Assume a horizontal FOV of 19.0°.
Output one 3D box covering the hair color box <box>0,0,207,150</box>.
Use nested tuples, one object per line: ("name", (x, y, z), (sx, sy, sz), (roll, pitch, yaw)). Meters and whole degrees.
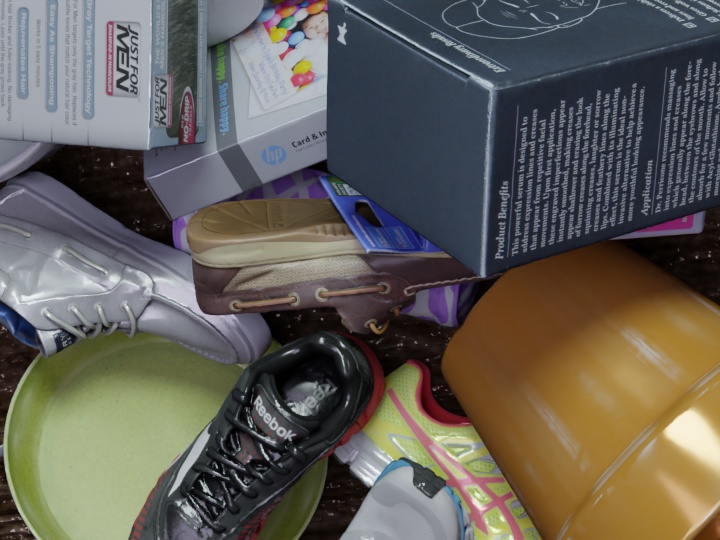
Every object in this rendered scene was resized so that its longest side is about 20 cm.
("hair color box", (-0.184, -0.125, 1.222), (0.199, 0.061, 0.100), (6, 99, 29))

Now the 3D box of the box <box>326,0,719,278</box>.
("box", (0.103, -0.094, 1.142), (0.148, 0.199, 0.108), (37, 134, 47))

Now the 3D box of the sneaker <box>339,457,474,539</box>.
("sneaker", (0.002, 0.194, 1.273), (0.075, 0.086, 0.201), (39, 134, 17))

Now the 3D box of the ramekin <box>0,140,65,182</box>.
("ramekin", (-0.245, -0.151, 1.347), (0.198, 0.105, 0.202), (1, 95, 14))

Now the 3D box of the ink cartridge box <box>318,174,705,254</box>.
("ink cartridge box", (0.085, -0.053, 1.227), (0.198, 0.119, 0.042), (-7, 116, -13))

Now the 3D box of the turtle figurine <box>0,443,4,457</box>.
("turtle figurine", (-0.258, 0.184, 1.280), (0.199, 0.194, 0.145), (-28, 76, 22))

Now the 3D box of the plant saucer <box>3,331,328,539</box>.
("plant saucer", (-0.120, 0.113, 1.327), (0.198, 0.031, 0.201), (3, 61, -6))

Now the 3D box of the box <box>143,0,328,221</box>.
("box", (-0.035, -0.127, 1.280), (0.199, 0.157, 0.041), (-20, 132, 13))

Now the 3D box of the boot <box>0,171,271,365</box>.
("boot", (-0.159, 0.024, 1.313), (0.199, 0.074, 0.096), (29, 59, 16))

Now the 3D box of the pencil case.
("pencil case", (-0.018, -0.026, 1.316), (0.198, 0.084, 0.086), (14, 76, 11))

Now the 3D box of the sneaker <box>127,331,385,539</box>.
("sneaker", (-0.066, 0.108, 1.251), (0.071, 0.098, 0.200), (43, 80, 11))

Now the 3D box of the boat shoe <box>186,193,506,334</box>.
("boat shoe", (0.000, 0.000, 1.242), (0.198, 0.072, 0.073), (-2, 115, -2))

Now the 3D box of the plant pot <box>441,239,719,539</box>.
("plant pot", (0.151, 0.079, 1.229), (0.183, 0.200, 0.200), (46, 102, 18))

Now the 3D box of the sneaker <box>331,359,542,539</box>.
("sneaker", (0.079, 0.129, 1.304), (0.199, 0.078, 0.091), (36, 94, 7))

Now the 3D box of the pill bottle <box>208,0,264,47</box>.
("pill bottle", (-0.125, -0.237, 1.283), (0.112, 0.113, 0.201), (-23, 70, 14))
